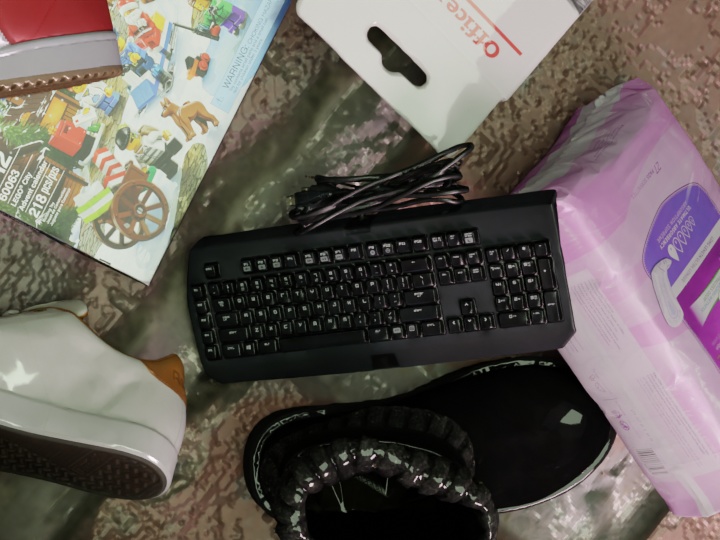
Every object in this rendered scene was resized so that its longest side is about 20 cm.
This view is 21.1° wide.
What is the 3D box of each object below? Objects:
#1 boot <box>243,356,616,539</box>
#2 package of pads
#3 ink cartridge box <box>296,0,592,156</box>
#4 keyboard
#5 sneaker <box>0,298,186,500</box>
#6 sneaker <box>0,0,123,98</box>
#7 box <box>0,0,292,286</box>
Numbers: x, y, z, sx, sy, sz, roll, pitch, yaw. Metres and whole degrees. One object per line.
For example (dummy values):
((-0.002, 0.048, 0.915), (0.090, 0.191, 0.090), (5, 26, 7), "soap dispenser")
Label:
((0.049, 0.098, 0.948), (0.210, 0.158, 0.080), (-12, 94, -13), "boot")
((0.155, 0.015, 0.996), (0.200, 0.075, 0.121), (54, 50, -13), "package of pads")
((0.061, -0.167, 0.979), (0.116, 0.068, 0.200), (43, 82, -14), "ink cartridge box")
((0.000, 0.000, 0.938), (0.199, 0.040, 0.105), (-8, 97, 20), "keyboard")
((-0.182, 0.049, 0.943), (0.199, 0.073, 0.085), (17, 55, -8), "sneaker")
((-0.201, -0.129, 0.850), (0.199, 0.071, 0.113), (-12, 94, -41), "sneaker")
((-0.121, -0.112, 0.949), (0.136, 0.038, 0.201), (27, 87, -16), "box")
